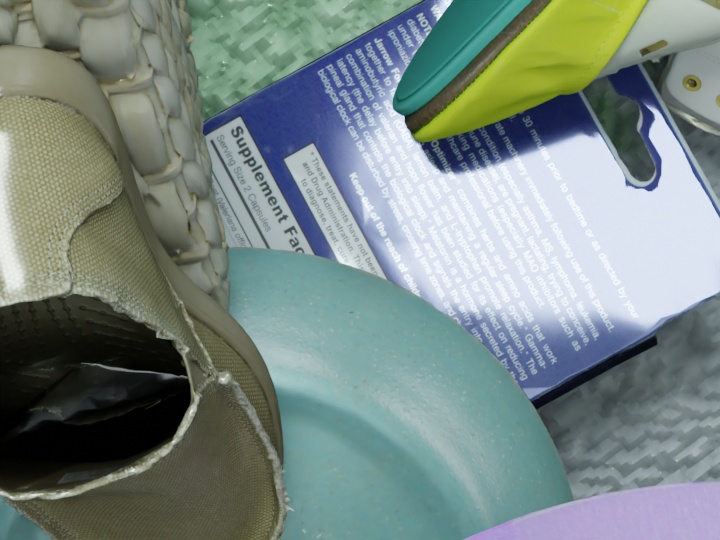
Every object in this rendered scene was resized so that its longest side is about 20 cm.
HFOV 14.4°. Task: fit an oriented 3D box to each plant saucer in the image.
[{"bbox_3d":[-0.035,0.095,0.793,0.200,0.036,0.200,0,101,-2],"label":"plant saucer"}]

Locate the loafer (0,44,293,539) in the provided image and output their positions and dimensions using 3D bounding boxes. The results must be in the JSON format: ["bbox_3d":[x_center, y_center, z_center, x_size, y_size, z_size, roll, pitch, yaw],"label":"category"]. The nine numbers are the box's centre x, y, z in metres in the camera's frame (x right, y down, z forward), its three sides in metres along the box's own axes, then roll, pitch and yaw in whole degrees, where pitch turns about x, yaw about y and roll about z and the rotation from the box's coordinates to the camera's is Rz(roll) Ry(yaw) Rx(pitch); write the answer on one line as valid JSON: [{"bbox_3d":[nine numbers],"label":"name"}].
[{"bbox_3d":[-0.067,0.030,0.681,0.076,0.068,0.200,-15,143,10],"label":"loafer"}]

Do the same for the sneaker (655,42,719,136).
[{"bbox_3d":[0.142,-0.030,0.836,0.115,0.074,0.200,10,112,16],"label":"sneaker"}]

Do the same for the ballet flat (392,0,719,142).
[{"bbox_3d":[0.088,-0.101,0.767,0.067,0.067,0.200,31,110,-12],"label":"ballet flat"}]

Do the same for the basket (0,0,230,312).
[{"bbox_3d":[-0.142,-0.075,0.717,0.198,0.200,0.161,-12,59,0],"label":"basket"}]

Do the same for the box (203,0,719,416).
[{"bbox_3d":[0.000,0.000,0.829,0.200,0.032,0.121,-29,81,4],"label":"box"}]

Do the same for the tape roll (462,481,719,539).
[{"bbox_3d":[0.074,0.143,0.741,0.200,0.066,0.200,-7,136,-6],"label":"tape roll"}]
